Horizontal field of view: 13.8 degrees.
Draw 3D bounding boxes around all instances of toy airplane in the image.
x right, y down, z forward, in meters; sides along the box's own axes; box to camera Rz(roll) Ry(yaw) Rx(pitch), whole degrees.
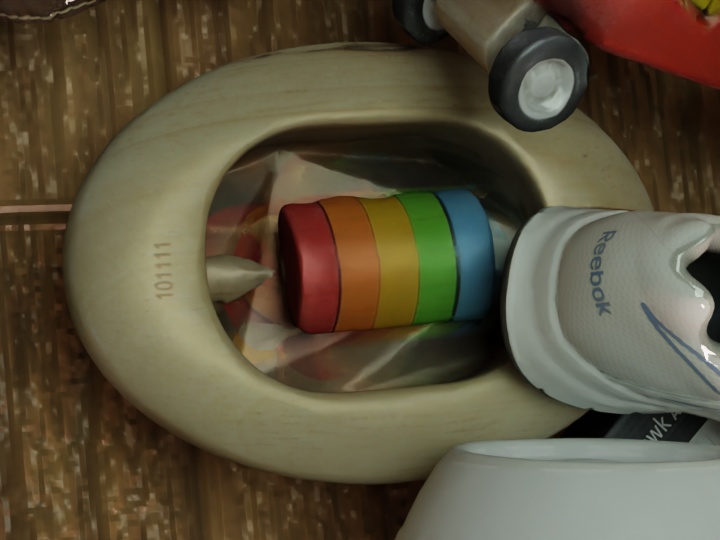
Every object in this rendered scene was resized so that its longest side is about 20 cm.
[{"bbox_3d":[0.122,-0.102,0.910,0.200,0.199,0.141,28,106,7],"label":"toy airplane"}]

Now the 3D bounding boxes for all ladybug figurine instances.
[{"bbox_3d":[0.000,0.000,0.922,0.200,0.072,0.136,0,81,-21],"label":"ladybug figurine"}]

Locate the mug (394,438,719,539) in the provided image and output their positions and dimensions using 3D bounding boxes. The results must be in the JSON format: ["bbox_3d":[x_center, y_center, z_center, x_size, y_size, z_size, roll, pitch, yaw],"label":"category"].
[{"bbox_3d":[0.092,0.139,0.875,0.200,0.148,0.176,0,92,-23],"label":"mug"}]

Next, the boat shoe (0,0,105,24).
[{"bbox_3d":[-0.042,-0.116,0.909,0.202,0.075,0.075,-39,134,-38],"label":"boat shoe"}]

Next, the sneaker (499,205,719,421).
[{"bbox_3d":[0.141,0.025,0.900,0.200,0.087,0.075,10,80,-32],"label":"sneaker"}]

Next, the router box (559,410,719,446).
[{"bbox_3d":[0.166,0.056,0.988,0.149,0.051,0.200,45,68,-6],"label":"router box"}]
